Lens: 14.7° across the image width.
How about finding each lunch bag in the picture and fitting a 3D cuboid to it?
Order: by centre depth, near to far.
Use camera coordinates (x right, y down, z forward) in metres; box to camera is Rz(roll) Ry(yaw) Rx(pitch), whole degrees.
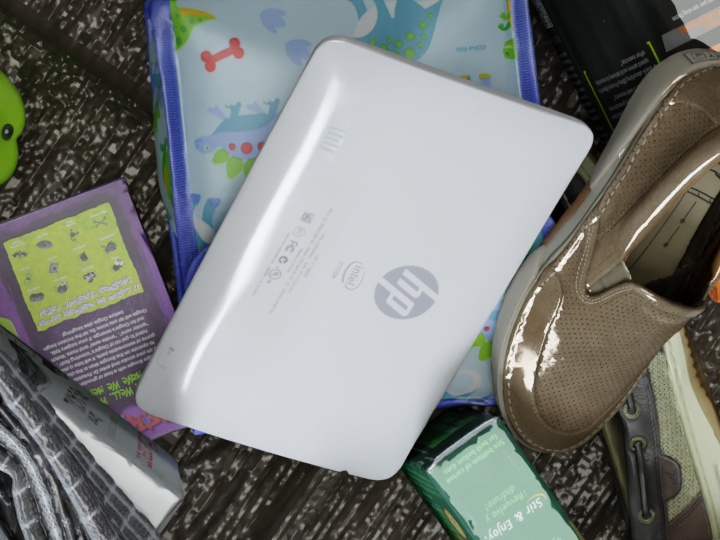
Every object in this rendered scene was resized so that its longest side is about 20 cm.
[{"bbox_3d":[-0.004,-0.033,1.243,0.170,0.127,0.201,-6,96,-5],"label":"lunch bag"}]

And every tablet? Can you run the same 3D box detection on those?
[{"bbox_3d":[0.000,0.000,1.186,0.130,0.014,0.200,18,120,-21],"label":"tablet"}]

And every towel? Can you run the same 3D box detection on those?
[{"bbox_3d":[-0.126,0.100,1.048,0.086,0.166,0.200,-39,96,-7],"label":"towel"}]

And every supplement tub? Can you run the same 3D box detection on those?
[{"bbox_3d":[0.157,-0.095,1.253,0.122,0.123,0.200,-26,94,-3],"label":"supplement tub"}]

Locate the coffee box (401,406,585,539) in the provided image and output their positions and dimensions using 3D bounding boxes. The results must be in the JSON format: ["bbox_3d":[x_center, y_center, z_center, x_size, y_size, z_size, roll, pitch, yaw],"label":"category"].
[{"bbox_3d":[0.094,0.153,1.260,0.044,0.123,0.200,-36,93,-6],"label":"coffee box"}]

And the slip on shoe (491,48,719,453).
[{"bbox_3d":[0.119,0.004,1.187,0.076,0.061,0.200,13,118,-31],"label":"slip on shoe"}]

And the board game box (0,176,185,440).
[{"bbox_3d":[-0.180,0.047,1.281,0.200,0.032,0.120,-21,91,-3],"label":"board game box"}]

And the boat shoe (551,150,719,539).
[{"bbox_3d":[0.117,0.039,1.279,0.065,0.073,0.200,-24,95,-5],"label":"boat shoe"}]

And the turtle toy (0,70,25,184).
[{"bbox_3d":[-0.234,-0.101,1.221,0.200,0.101,0.146,32,102,-33],"label":"turtle toy"}]

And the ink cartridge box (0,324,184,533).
[{"bbox_3d":[-0.175,0.063,1.197,0.200,0.145,0.083,37,89,-5],"label":"ink cartridge box"}]
